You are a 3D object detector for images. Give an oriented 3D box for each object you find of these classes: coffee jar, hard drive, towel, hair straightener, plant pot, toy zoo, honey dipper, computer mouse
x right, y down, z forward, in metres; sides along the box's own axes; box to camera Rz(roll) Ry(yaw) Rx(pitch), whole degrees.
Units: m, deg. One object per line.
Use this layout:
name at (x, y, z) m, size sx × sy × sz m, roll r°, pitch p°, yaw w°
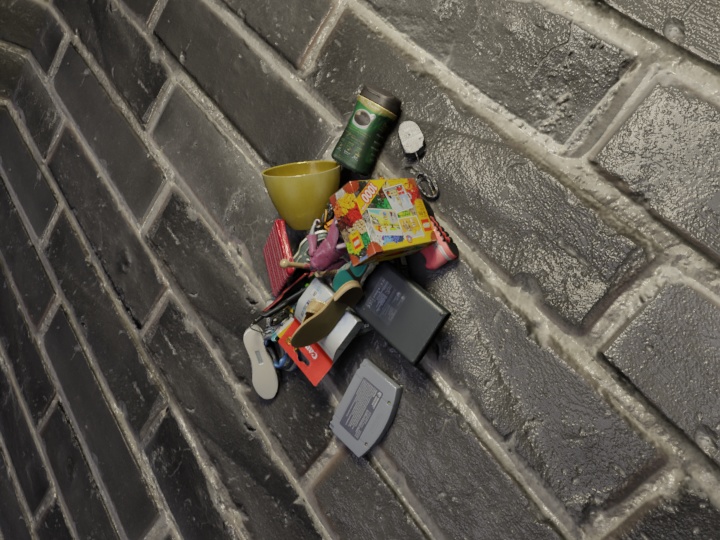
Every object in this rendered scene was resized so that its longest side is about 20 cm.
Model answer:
coffee jar at (0.015, -0.339, 1.263) m, size 0.104 × 0.085 × 0.203 m, roll 35°, pitch 106°, yaw 25°
hard drive at (0.085, 0.089, 1.143) m, size 0.199 × 0.033 × 0.141 m, roll 41°, pitch 109°, yaw 28°
towel at (-0.212, -0.027, 1.352) m, size 0.200 × 0.022 × 0.148 m, roll 134°, pitch 124°, yaw -61°
hair straightener at (-0.190, 0.094, 1.314) m, size 0.198 × 0.041 × 0.077 m, roll -36°, pitch 63°, yaw -5°
plant pot at (-0.140, -0.185, 1.311) m, size 0.197 × 0.199 × 0.145 m, roll 9°, pitch 115°, yaw 33°
toy zoo at (-0.149, 0.111, 1.332) m, size 0.200 × 0.020 × 0.131 m, roll -44°, pitch 63°, yaw -3°
honey dipper at (-0.126, -0.012, 1.263) m, size 0.037 × 0.199 × 0.039 m, roll -3°, pitch 84°, yaw 31°
computer mouse at (0.136, -0.257, 1.215) m, size 0.058 × 0.034 × 0.204 m, roll -20°, pitch 80°, yaw 13°

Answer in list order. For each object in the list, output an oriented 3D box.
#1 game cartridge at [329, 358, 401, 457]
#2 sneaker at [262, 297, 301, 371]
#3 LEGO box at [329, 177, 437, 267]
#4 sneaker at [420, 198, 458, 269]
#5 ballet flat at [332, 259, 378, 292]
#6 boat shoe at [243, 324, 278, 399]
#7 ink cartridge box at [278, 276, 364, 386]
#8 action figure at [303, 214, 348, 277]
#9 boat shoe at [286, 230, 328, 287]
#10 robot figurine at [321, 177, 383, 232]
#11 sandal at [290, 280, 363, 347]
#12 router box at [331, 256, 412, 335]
game cartridge at (0.015, 0.331, 1.244) m, size 0.132 × 0.041 × 0.203 m, roll 36°, pitch 106°, yaw 33°
sneaker at (-0.217, 0.165, 1.379) m, size 0.076 × 0.085 × 0.204 m, roll -30°, pitch 70°, yaw 27°
LEGO box at (0.050, -0.104, 1.080) m, size 0.077 × 0.198 × 0.152 m, roll -29°, pitch 79°, yaw 45°
sneaker at (0.133, -0.091, 1.175) m, size 0.087 × 0.073 × 0.202 m, roll -41°, pitch 66°, yaw 25°
ballet flat at (0.000, 0.000, 1.174) m, size 0.200 × 0.070 × 0.073 m, roll -47°, pitch 59°, yaw 55°
boat shoe at (-0.268, 0.244, 1.414) m, size 0.071 × 0.069 × 0.204 m, roll -18°, pitch 102°, yaw 4°
ink cartridge box at (-0.106, 0.144, 1.242) m, size 0.160 × 0.047 × 0.201 m, roll 43°, pitch 101°, yaw 26°
action figure at (-0.056, -0.046, 1.177) m, size 0.200 × 0.133 × 0.150 m, roll -45°, pitch 21°, yaw 22°
boat shoe at (-0.135, -0.024, 1.343) m, size 0.200 × 0.072 × 0.063 m, roll -43°, pitch 54°, yaw 31°
robot figurine at (-0.002, -0.123, 1.240) m, size 0.198 × 0.058 × 0.146 m, roll -32°, pitch 105°, yaw 23°
sandal at (-0.083, 0.085, 1.185) m, size 0.211 × 0.077 × 0.070 m, roll -43°, pitch 45°, yaw 16°
router box at (0.033, 0.064, 1.235) m, size 0.197 × 0.062 × 0.153 m, roll -20°, pitch 77°, yaw 30°
